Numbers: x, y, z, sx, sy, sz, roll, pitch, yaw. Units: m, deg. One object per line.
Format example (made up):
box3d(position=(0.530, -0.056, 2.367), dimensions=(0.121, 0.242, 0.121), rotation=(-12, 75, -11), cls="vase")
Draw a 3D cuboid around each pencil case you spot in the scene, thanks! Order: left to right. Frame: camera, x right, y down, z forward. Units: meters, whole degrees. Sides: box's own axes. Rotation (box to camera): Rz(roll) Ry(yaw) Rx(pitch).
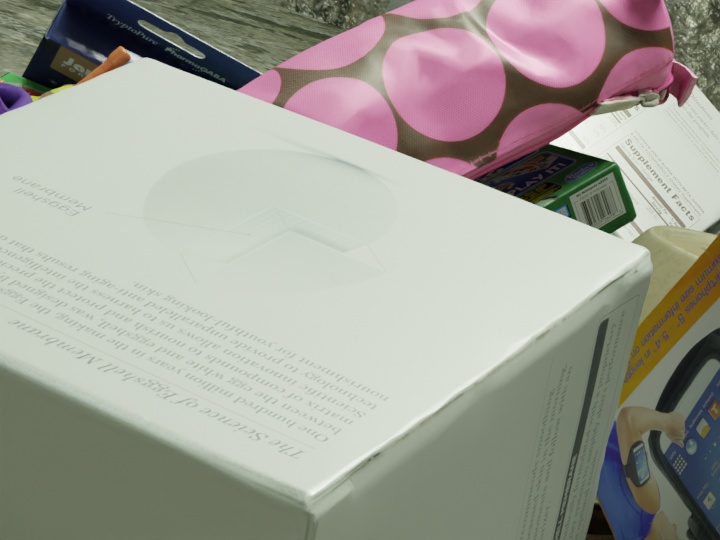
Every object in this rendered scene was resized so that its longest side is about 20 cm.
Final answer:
box3d(position=(0.036, -0.068, 0.836), dimensions=(0.094, 0.200, 0.091), rotation=(57, -16, 15), cls="pencil case")

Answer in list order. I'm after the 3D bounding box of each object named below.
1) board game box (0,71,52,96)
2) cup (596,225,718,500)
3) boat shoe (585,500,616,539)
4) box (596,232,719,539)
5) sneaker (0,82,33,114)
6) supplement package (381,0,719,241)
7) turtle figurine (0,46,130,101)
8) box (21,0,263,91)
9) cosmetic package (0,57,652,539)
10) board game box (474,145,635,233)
box3d(position=(-0.148, -0.035, 1.049), dimensions=(0.199, 0.029, 0.135), rotation=(23, 38, 25), cls="board game box")
box3d(position=(0.147, 0.064, 0.858), dimensions=(0.200, 0.144, 0.200), rotation=(17, 10, -3), cls="cup")
box3d(position=(0.027, 0.088, 0.731), dimensions=(0.202, 0.075, 0.075), rotation=(16, 11, -8), cls="boat shoe")
box3d(position=(0.142, 0.088, 0.642), dimensions=(0.041, 0.119, 0.200), rotation=(11, 42, -33), cls="box")
box3d(position=(-0.206, -0.084, 0.842), dimensions=(0.080, 0.084, 0.200), rotation=(22, -7, 26), cls="sneaker")
box3d(position=(0.098, -0.068, 1.128), dimensions=(0.111, 0.156, 0.200), rotation=(-33, 79, -30), cls="supplement package")
box3d(position=(-0.169, -0.053, 0.986), dimensions=(0.200, 0.065, 0.161), rotation=(-26, 47, -27), cls="turtle figurine")
box3d(position=(-0.135, -0.089, 1.154), dimensions=(0.121, 0.032, 0.200), rotation=(28, -25, -11), cls="box")
box3d(position=(-0.052, 0.042, 0.605), dimensions=(0.199, 0.123, 0.200), rotation=(23, 27, 25), cls="cosmetic package")
box3d(position=(0.000, 0.000, 0.878), dimensions=(0.200, 0.029, 0.134), rotation=(-30, 24, -18), cls="board game box")
